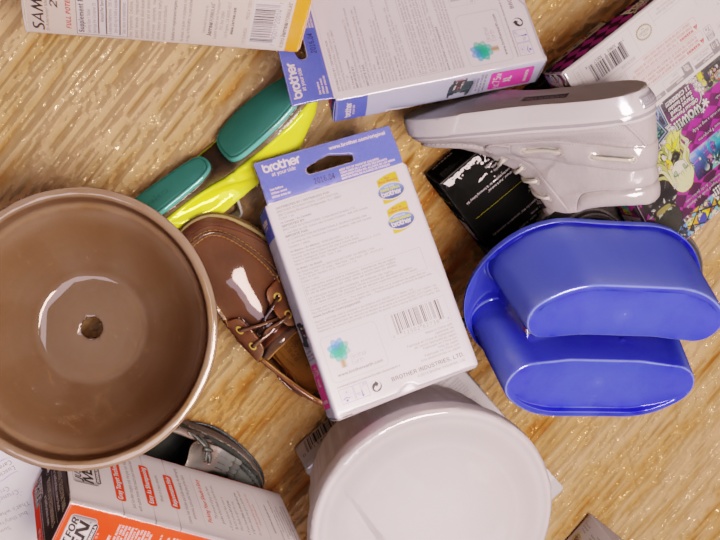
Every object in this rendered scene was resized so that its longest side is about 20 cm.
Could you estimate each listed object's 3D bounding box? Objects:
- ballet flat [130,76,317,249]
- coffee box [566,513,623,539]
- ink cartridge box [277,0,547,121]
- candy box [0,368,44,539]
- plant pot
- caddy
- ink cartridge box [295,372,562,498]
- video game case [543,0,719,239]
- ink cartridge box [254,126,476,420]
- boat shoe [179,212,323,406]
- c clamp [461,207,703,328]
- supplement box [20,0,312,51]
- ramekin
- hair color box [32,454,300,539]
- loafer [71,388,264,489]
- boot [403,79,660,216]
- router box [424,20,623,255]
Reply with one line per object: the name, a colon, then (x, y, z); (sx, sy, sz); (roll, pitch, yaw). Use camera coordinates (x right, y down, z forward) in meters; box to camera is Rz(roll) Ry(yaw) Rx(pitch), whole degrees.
ballet flat: (-0.102, -0.076, 0.865); (0.200, 0.067, 0.067); (-39, 130, 3)
coffee box: (0.200, 0.348, 1.023); (0.114, 0.080, 0.200); (40, 94, -18)
ink cartridge box: (0.030, -0.186, 0.839); (0.198, 0.042, 0.120); (-12, 70, -10)
candy box: (-0.335, 0.150, 0.866); (0.167, 0.072, 0.201); (-22, 107, -5)
plant pot: (-0.207, 0.044, 0.815); (0.199, 0.093, 0.203); (1, 86, -9)
caddy: (0.181, 0.031, 0.848); (0.198, 0.105, 0.142); (3, 125, -15)
ink cartridge box: (0.065, 0.177, 0.974); (0.160, 0.047, 0.200); (-41, 114, 1)
video game case: (0.268, -0.141, 0.878); (0.200, 0.036, 0.182); (-39, 110, -11)
ink cartridge box: (0.000, 0.000, 0.837); (0.118, 0.042, 0.202); (-18, 86, -15)
boat shoe: (-0.071, 0.035, 0.870); (0.072, 0.068, 0.200); (-36, 122, 4)
c clamp: (0.192, 0.014, 0.915); (0.199, 0.027, 0.172); (23, 97, -21)
supplement box: (-0.137, -0.234, 0.776); (0.198, 0.074, 0.127); (3, 68, -12)
ramekin: (0.047, 0.187, 0.896); (0.200, 0.094, 0.204); (-4, 108, -13)
hair color box: (-0.147, 0.199, 0.843); (0.199, 0.102, 0.062); (23, 103, -26)
loafer: (-0.166, 0.152, 0.905); (0.199, 0.063, 0.072); (34, 95, -18)
boot: (0.128, -0.085, 0.827); (0.199, 0.073, 0.096); (2, 114, 33)
router box: (0.176, -0.087, 0.917); (0.200, 0.051, 0.149); (-40, 110, 1)
